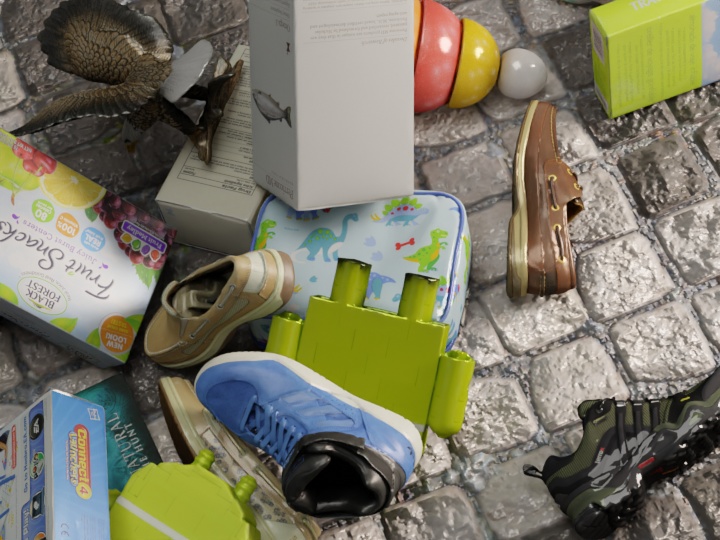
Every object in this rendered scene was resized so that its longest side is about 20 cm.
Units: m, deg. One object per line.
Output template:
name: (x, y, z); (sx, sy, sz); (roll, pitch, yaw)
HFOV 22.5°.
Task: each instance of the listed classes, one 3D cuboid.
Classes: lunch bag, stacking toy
lunch bag: (0.000, 0.000, 1.642); (0.199, 0.083, 0.161); (3, 58, 12)
stacking toy: (0.084, -0.201, 1.756); (0.199, 0.146, 0.146); (10, 57, -3)

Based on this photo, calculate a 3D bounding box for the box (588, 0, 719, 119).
box: (0.319, -0.226, 1.716); (0.200, 0.122, 0.048); (-20, 53, -4)

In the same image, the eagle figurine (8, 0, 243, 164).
eagle figurine: (-0.223, -0.168, 1.688); (0.199, 0.151, 0.152); (18, 14, -3)

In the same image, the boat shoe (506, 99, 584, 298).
boat shoe: (0.172, -0.064, 1.668); (0.067, 0.072, 0.201); (3, 63, 6)

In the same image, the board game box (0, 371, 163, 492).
board game box: (-0.232, 0.197, 1.582); (0.135, 0.028, 0.200); (-25, 56, -8)

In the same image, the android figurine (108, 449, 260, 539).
android figurine: (-0.160, 0.241, 1.477); (0.182, 0.041, 0.200); (26, 77, 24)

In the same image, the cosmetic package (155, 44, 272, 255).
cosmetic package: (-0.106, -0.114, 1.744); (0.105, 0.071, 0.200); (15, 60, 20)

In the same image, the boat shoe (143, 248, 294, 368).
boat shoe: (-0.144, 0.028, 1.589); (0.076, 0.200, 0.072); (8, 59, -38)

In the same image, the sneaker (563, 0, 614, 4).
sneaker: (0.245, -0.318, 1.779); (0.200, 0.140, 0.078); (30, 66, 25)

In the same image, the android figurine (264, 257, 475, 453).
android figurine: (0.003, 0.095, 1.550); (0.182, 0.041, 0.201); (14, 92, 11)

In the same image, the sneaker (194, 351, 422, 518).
sneaker: (-0.055, 0.137, 1.479); (0.200, 0.077, 0.111); (24, 28, 7)

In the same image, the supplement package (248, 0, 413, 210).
supplement package: (-0.027, -0.168, 1.613); (0.117, 0.201, 0.117); (-8, 19, -23)

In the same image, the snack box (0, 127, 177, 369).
snack box: (-0.280, -0.018, 1.637); (0.053, 0.200, 0.143); (-15, 50, 56)

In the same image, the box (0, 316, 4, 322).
box: (-0.384, -0.025, 1.707); (0.132, 0.115, 0.200); (24, 61, 25)

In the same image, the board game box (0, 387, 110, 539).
board game box: (-0.284, 0.231, 1.483); (0.196, 0.056, 0.200); (-37, 46, 35)

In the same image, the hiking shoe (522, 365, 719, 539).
hiking shoe: (0.233, 0.129, 1.518); (0.200, 0.076, 0.101); (-37, 61, -14)

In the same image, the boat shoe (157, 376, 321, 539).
boat shoe: (-0.110, 0.168, 1.561); (0.063, 0.073, 0.200); (-28, 67, -17)
